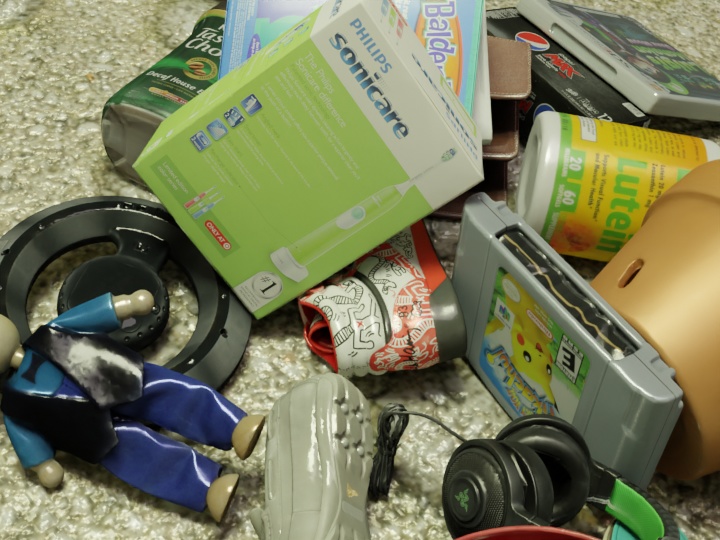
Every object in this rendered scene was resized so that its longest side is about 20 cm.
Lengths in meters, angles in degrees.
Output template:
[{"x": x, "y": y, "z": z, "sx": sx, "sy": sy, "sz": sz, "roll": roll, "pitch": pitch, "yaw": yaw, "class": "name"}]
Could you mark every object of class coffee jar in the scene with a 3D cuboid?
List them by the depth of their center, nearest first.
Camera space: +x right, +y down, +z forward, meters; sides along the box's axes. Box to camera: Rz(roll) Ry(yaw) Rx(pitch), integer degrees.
[{"x": -0.128, "y": -0.154, "z": 0.918, "sx": 0.103, "sy": 0.086, "sz": 0.201, "roll": 21, "pitch": 45, "yaw": 11, "class": "coffee jar"}]

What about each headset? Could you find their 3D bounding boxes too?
[{"x": 0.089, "y": 0.140, "z": 0.644, "sx": 0.198, "sy": 0.095, "sz": 0.123, "roll": 27, "pitch": 18, "yaw": 29, "class": "headset"}]

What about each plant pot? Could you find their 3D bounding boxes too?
[{"x": 0.233, "y": 0.045, "z": 0.723, "sx": 0.139, "sy": 0.201, "sz": 0.200, "roll": -30, "pitch": 55, "yaw": -15, "class": "plant pot"}]

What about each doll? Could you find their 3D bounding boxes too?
[{"x": -0.160, "y": 0.077, "z": 0.671, "sx": 0.198, "sy": 0.048, "sz": 0.138, "roll": 23, "pitch": 87, "yaw": 2, "class": "doll"}]

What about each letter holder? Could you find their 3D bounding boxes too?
[{"x": 0.040, "y": -0.131, "z": 0.917, "sx": 0.197, "sy": 0.101, "sz": 0.143, "roll": 10, "pitch": 46, "yaw": -1, "class": "letter holder"}]

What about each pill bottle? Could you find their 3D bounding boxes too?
[{"x": 0.232, "y": -0.058, "z": 0.869, "sx": 0.197, "sy": 0.112, "sz": 0.112, "roll": 10, "pitch": 44, "yaw": 0, "class": "pill bottle"}]

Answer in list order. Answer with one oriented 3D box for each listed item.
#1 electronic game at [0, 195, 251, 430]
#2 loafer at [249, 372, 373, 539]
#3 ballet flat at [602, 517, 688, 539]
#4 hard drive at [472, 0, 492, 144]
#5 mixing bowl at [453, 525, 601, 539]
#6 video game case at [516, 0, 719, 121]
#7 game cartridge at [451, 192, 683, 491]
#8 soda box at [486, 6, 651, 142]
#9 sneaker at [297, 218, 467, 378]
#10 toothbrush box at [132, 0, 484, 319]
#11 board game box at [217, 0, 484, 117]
[{"x": -0.175, "y": 0.026, "z": 0.760, "sx": 0.197, "sy": 0.042, "sz": 0.202, "roll": 8, "pitch": 51, "yaw": -9, "class": "electronic game"}, {"x": -0.032, "y": 0.159, "z": 0.646, "sx": 0.069, "sy": 0.070, "sz": 0.202, "roll": -22, "pitch": 46, "yaw": 28, "class": "loafer"}, {"x": 0.180, "y": 0.224, "z": 0.609, "sx": 0.068, "sy": 0.070, "sz": 0.201, "roll": 4, "pitch": 28, "yaw": -6, "class": "ballet flat"}, {"x": 0.003, "y": -0.164, "z": 0.859, "sx": 0.197, "sy": 0.026, "sz": 0.134, "roll": -3, "pitch": 86, "yaw": 2, "class": "hard drive"}, {"x": 0.088, "y": 0.243, "z": 0.524, "sx": 0.197, "sy": 0.109, "sz": 0.202, "roll": -12, "pitch": 50, "yaw": 14, "class": "mixing bowl"}, {"x": 0.271, "y": -0.205, "z": 1.037, "sx": 0.198, "sy": 0.024, "sz": 0.182, "roll": -3, "pitch": 42, "yaw": -45, "class": "video game case"}, {"x": 0.126, "y": 0.056, "z": 0.719, "sx": 0.040, "sy": 0.134, "sz": 0.200, "roll": -25, "pitch": 52, "yaw": -21, "class": "game cartridge"}, {"x": 0.172, "y": -0.163, "z": 0.990, "sx": 0.063, "sy": 0.071, "sz": 0.200, "roll": -16, "pitch": 49, "yaw": -30, "class": "soda box"}, {"x": 0.000, "y": 0.000, "z": 0.801, "sx": 0.106, "sy": 0.068, "sz": 0.202, "roll": -13, "pitch": 41, "yaw": -8, "class": "sneaker"}, {"x": -0.033, "y": -0.084, "z": 0.747, "sx": 0.146, "sy": 0.199, "sz": 0.086, "roll": 51, "pitch": 22, "yaw": -20, "class": "toothbrush box"}, {"x": -0.009, "y": -0.154, "z": 0.823, "sx": 0.197, "sy": 0.045, "sz": 0.155, "roll": 7, "pitch": 85, "yaw": 3, "class": "board game box"}]
